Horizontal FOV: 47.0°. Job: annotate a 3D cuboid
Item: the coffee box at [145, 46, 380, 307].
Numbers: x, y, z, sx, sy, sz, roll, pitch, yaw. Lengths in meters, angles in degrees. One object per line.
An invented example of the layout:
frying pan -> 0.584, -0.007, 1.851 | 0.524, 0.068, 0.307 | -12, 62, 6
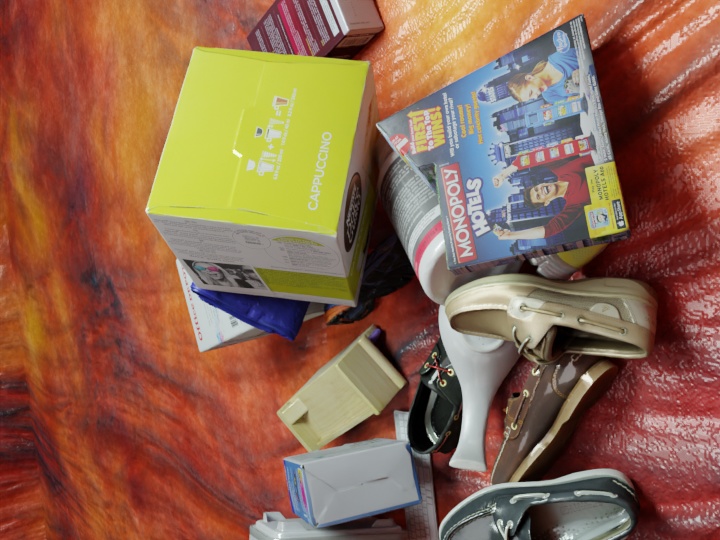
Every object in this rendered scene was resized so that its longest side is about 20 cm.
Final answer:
coffee box -> -0.089, -0.097, 0.904 | 0.198, 0.196, 0.203 | 77, -158, -66

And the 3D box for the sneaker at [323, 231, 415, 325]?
sneaker -> 0.000, 0.000, 1.028 | 0.200, 0.074, 0.080 | -41, 63, 48

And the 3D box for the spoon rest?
spoon rest -> 0.124, 0.102, 0.866 | 0.097, 0.061, 0.204 | 7, 93, 11

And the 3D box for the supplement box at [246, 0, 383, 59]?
supplement box -> -0.063, -0.300, 1.044 | 0.199, 0.060, 0.111 | -28, 81, 52

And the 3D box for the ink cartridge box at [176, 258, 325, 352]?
ink cartridge box -> -0.147, 0.015, 1.169 | 0.199, 0.143, 0.148 | -23, 81, 52

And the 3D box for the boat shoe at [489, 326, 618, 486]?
boat shoe -> 0.178, 0.144, 0.820 | 0.070, 0.070, 0.202 | 44, 123, 31

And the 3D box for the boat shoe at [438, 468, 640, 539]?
boat shoe -> 0.163, 0.239, 0.780 | 0.197, 0.060, 0.077 | -25, 93, 16

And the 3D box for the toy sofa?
toy sofa -> -0.021, 0.161, 1.101 | 0.083, 0.097, 0.200 | 48, 139, 1

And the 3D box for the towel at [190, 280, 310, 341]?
towel -> -0.112, -0.029, 1.045 | 0.049, 0.146, 0.203 | -20, 44, 65

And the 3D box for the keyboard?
keyboard -> 0.073, 0.278, 1.044 | 0.056, 0.011, 0.204 | 0, 98, 54

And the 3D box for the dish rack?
dish rack -> -0.043, 0.332, 1.048 | 0.171, 0.196, 0.044 | 149, 123, -69

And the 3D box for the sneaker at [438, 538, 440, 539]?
sneaker -> 0.176, 0.297, 0.874 | 0.198, 0.075, 0.085 | -18, 116, 45

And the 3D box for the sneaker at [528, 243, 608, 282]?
sneaker -> 0.178, -0.095, 0.771 | 0.090, 0.077, 0.203 | -33, 72, 36

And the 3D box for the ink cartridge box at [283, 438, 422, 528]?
ink cartridge box -> -0.018, 0.257, 1.026 | 0.200, 0.134, 0.078 | 147, 114, -75

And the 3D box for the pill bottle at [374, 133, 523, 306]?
pill bottle -> 0.081, -0.070, 0.850 | 0.112, 0.109, 0.202 | -66, 33, 37

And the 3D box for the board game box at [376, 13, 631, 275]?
board game box -> 0.118, -0.096, 0.722 | 0.196, 0.062, 0.204 | -12, 68, 19

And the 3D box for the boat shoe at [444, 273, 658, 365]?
boat shoe -> 0.164, 0.047, 0.748 | 0.197, 0.071, 0.065 | -4, 56, 31

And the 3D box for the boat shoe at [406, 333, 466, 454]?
boat shoe -> 0.102, 0.121, 0.926 | 0.074, 0.062, 0.204 | 42, 128, 43
